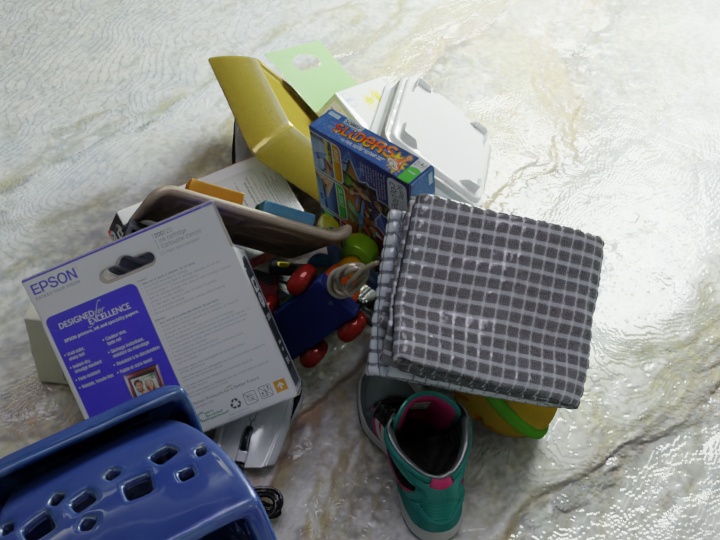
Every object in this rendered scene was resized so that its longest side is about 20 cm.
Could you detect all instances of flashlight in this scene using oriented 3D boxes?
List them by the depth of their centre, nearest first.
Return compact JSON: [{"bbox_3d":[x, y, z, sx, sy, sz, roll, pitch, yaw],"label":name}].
[{"bbox_3d":[-0.162,0.013,1.077,0.199,0.068,0.068,19,74,-22],"label":"flashlight"}]

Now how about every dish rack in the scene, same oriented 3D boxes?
[{"bbox_3d":[0.097,-0.161,1.282,0.171,0.044,0.200,34,35,-13],"label":"dish rack"}]

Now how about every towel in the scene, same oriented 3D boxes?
[{"bbox_3d":[0.114,0.029,0.924,0.199,0.086,0.166,12,81,-12],"label":"towel"}]

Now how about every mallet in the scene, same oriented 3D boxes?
[{"bbox_3d":[0.000,0.000,1.154,0.199,0.041,0.066,11,42,9],"label":"mallet"}]

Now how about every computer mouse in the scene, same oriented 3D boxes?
[{"bbox_3d":[-0.109,0.156,1.005,0.109,0.044,0.200,11,45,7],"label":"computer mouse"}]

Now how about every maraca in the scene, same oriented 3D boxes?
[{"bbox_3d":[0.127,0.082,1.025,0.200,0.107,0.137,51,19,-10],"label":"maraca"}]

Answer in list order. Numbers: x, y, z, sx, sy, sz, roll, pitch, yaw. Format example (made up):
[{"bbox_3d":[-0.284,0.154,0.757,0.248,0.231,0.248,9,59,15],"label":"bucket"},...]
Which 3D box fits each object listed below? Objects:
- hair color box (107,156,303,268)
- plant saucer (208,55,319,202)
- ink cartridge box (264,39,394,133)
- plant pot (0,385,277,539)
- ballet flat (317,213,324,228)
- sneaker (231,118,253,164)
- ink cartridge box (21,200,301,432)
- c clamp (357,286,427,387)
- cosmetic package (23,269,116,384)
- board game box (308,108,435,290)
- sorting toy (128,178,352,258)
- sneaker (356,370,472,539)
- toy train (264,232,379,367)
[{"bbox_3d":[-0.167,-0.045,1.161,0.200,0.064,0.111,-26,83,-29],"label":"hair color box"},{"bbox_3d":[-0.078,-0.168,1.242,0.048,0.200,0.200,-40,48,16],"label":"plant saucer"},{"bbox_3d":[-0.012,-0.222,1.308,0.200,0.048,0.145,52,33,3],"label":"ink cartridge box"},{"bbox_3d":[-0.179,0.223,0.815,0.199,0.200,0.180,-24,43,-15],"label":"plant pot"},{"bbox_3d":[0.027,-0.067,1.227,0.200,0.071,0.071,-15,45,-44],"label":"ballet flat"},{"bbox_3d":[-0.121,-0.157,1.309,0.084,0.073,0.201,0,56,-10],"label":"sneaker"},{"bbox_3d":[-0.183,0.059,0.961,0.197,0.201,0.043,-21,10,4],"label":"ink cartridge box"},{"bbox_3d":[0.050,0.065,1.131,0.200,0.027,0.171,36,47,29],"label":"c clamp"},{"bbox_3d":[-0.227,0.066,1.043,0.199,0.105,0.071,7,46,-1],"label":"cosmetic package"},{"bbox_3d":[0.016,-0.053,1.042,0.135,0.200,0.034,34,60,29],"label":"board game box"},{"bbox_3d":[-0.125,-0.052,1.040,0.199,0.185,0.037,11,82,-17],"label":"sorting toy"},{"bbox_3d":[0.048,0.143,0.977,0.083,0.121,0.200,-12,48,-17],"label":"sneaker"},{"bbox_3d":[-0.014,0.005,1.007,0.085,0.200,0.116,43,46,-10],"label":"toy train"}]
